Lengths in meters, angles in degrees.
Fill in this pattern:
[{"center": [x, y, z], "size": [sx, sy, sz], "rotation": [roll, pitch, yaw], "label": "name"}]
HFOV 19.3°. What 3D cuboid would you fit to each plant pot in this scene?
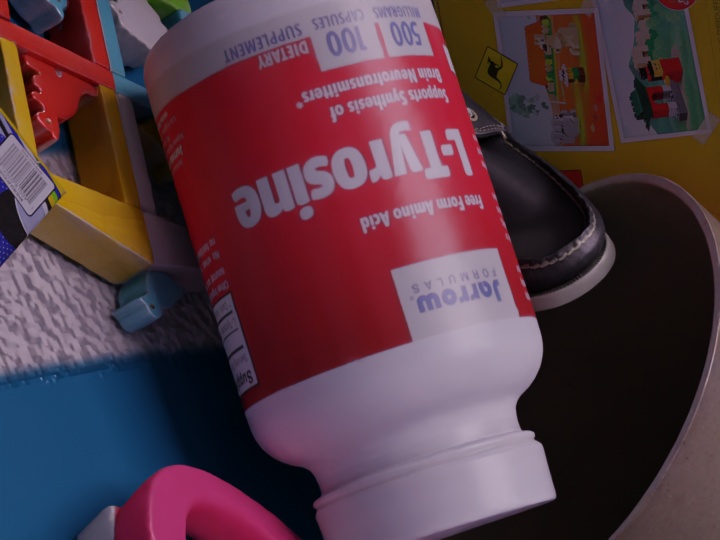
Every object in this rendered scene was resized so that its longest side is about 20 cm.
[{"center": [0.146, 0.091, 0.855], "size": [0.199, 0.187, 0.188], "rotation": [30, 38, -26], "label": "plant pot"}]

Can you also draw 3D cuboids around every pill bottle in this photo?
[{"center": [0.000, 0.000, 0.771], "size": [0.112, 0.112, 0.201], "rotation": [-2, 71, -61], "label": "pill bottle"}]

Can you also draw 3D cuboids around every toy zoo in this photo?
[{"center": [-0.100, -0.070, 0.802], "size": [0.131, 0.020, 0.201], "rotation": [24, 45, -52], "label": "toy zoo"}]

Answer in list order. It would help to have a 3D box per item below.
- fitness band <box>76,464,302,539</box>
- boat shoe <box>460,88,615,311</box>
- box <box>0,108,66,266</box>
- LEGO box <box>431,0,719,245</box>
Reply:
[{"center": [-0.024, 0.135, 0.664], "size": [0.143, 0.037, 0.200], "rotation": [40, 12, -21], "label": "fitness band"}, {"center": [0.021, -0.048, 0.853], "size": [0.200, 0.072, 0.068], "rotation": [38, -20, 40], "label": "boat shoe"}, {"center": [-0.178, -0.072, 0.603], "size": [0.200, 0.070, 0.064], "rotation": [54, 36, -16], "label": "box"}, {"center": [0.109, -0.114, 0.884], "size": [0.077, 0.148, 0.201], "rotation": [-34, 119, -54], "label": "LEGO box"}]
